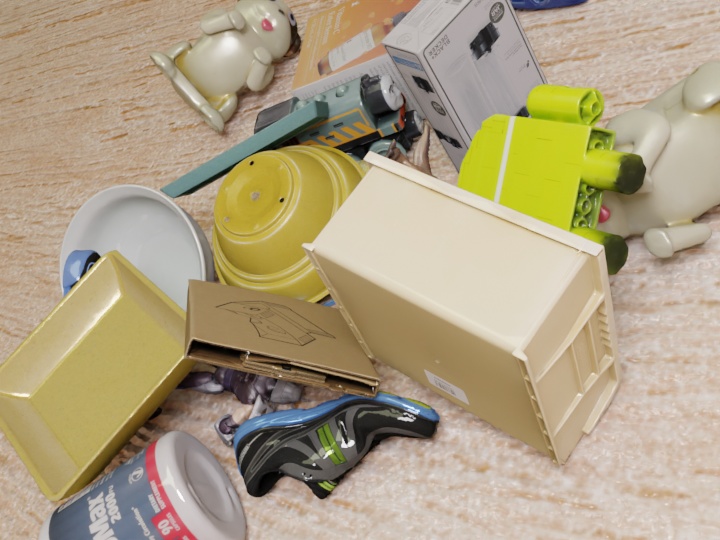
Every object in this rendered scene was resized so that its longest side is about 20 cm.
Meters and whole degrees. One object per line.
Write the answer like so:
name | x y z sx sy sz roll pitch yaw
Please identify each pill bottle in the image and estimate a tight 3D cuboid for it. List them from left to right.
pill bottle | -0.214 0.245 0.797 0.199 0.120 0.120 -35 40 5

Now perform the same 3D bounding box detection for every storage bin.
storage bin | 0.083 0.036 0.683 0.199 0.199 0.094 26 69 33

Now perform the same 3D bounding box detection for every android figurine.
android figurine | 0.145 -0.062 0.743 0.200 0.041 0.184 21 104 58

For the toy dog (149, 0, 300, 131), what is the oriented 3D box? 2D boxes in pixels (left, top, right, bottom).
toy dog | -0.175 -0.310 1.293 0.200 0.140 0.194 -43 3 -3

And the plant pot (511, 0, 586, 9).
plant pot | 0.180 -0.440 1.097 0.179 0.200 0.201 -9 48 39

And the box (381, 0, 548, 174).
box | 0.118 -0.184 0.892 0.117 0.200 0.060 -48 41 -10

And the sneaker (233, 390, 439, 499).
sneaker | -0.020 0.156 0.789 0.198 0.071 0.083 -17 67 19

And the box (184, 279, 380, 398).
box | -0.078 0.056 0.811 0.200 0.162 0.021 -125 50 -73

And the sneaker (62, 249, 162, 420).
sneaker | -0.266 0.072 0.977 0.077 0.202 0.070 -9 4 15

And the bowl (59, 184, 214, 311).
bowl | -0.244 0.001 1.042 0.200 0.090 0.203 2 96 21

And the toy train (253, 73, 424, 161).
toy train | -0.028 -0.160 1.045 0.199 0.114 0.086 -16 45 25

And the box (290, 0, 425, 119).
box | 0.033 -0.262 1.102 0.199 0.106 0.153 -16 44 25

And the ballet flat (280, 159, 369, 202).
ballet flat | -0.040 -0.081 1.009 0.199 0.071 0.071 -35 40 8

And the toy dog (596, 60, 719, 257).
toy dog | 0.244 -0.095 0.765 0.199 0.140 0.195 -25 33 16

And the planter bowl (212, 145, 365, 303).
planter bowl | -0.092 -0.062 0.942 0.199 0.083 0.202 -11 64 23

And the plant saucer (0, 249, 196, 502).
plant saucer | -0.254 0.101 0.869 0.200 0.048 0.200 -49 47 -9

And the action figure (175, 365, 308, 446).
action figure | -0.137 0.103 0.904 0.199 0.070 0.131 12 60 24

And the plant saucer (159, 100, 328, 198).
plant saucer | -0.124 -0.131 0.983 0.199 0.019 0.070 -26 3 13

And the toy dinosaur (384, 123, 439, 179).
toy dinosaur | 0.068 -0.050 0.869 0.086 0.135 0.201 -55 15 41

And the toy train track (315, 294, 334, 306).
toy train track | 0.000 0.000 0.936 0.199 0.033 0.115 -27 41 15
